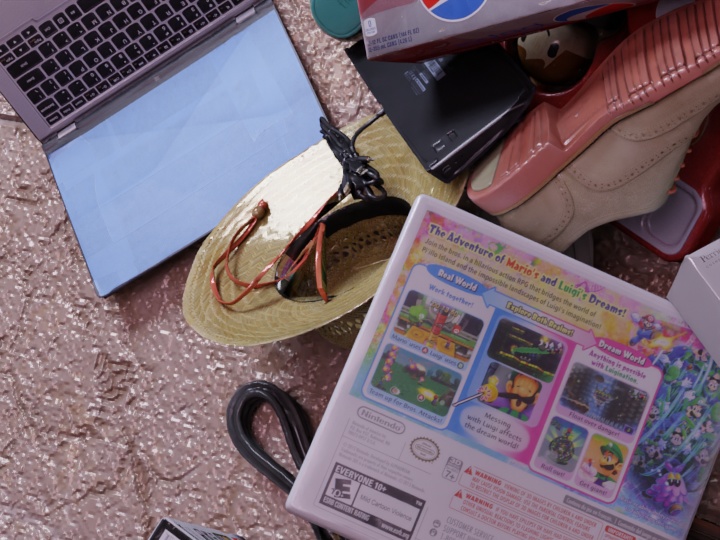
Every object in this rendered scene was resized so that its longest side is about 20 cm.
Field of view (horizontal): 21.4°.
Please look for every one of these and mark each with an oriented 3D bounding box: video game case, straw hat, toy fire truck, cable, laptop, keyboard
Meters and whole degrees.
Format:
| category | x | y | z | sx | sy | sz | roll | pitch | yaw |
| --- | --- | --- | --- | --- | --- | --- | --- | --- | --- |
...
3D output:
| category | x | y | z | sx | sy | sz | roll | pitch | yaw |
| --- | --- | --- | --- | --- | --- | --- | --- | --- | --- |
| video game case | 0.086 | 0.081 | 0.999 | 0.199 | 0.024 | 0.183 | 23 | 78 | 1 |
| straw hat | 0.000 | 0.000 | 1.126 | 0.200 | 0.085 | 0.202 | -26 | 32 | 18 |
| toy fire truck | 0.147 | -0.120 | 1.103 | 0.200 | 0.112 | 0.169 | 35 | 109 | 26 |
| cable | -0.010 | 0.145 | 1.133 | 0.199 | 0.050 | 0.098 | 30 | 93 | 37 |
| laptop | -0.145 | -0.127 | 1.204 | 0.187 | 0.200 | 0.116 | -31 | 27 | 11 |
| keyboard | 0.028 | -0.099 | 1.123 | 0.127 | 0.021 | 0.200 | -37 | 29 | 5 |

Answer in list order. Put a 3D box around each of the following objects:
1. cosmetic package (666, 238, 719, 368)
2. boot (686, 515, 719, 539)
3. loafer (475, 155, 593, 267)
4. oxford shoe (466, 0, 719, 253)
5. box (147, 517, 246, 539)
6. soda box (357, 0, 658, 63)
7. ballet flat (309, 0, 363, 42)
| category | x | y | z | sx | sy | sz | roll | pitch | yaw |
| --- | --- | --- | --- | --- | --- | --- | --- | --- | --- |
| cosmetic package | 0.267 | -0.009 | 1.002 | 0.199 | 0.051 | 0.083 | -27 | 64 | -18 |
| boot | 0.125 | 0.170 | 1.041 | 0.198 | 0.075 | 0.098 | 12 | 80 | 12 |
| loafer | 0.092 | 0.016 | 1.083 | 0.070 | 0.070 | 0.202 | -15 | 77 | 42 |
| oxford shoe | 0.153 | -0.077 | 1.016 | 0.199 | 0.074 | 0.071 | -33 | 24 | 29 |
| box | -0.026 | 0.213 | 1.074 | 0.199 | 0.110 | 0.035 | 33 | 90 | 25 |
| soda box | 0.094 | -0.167 | 1.030 | 0.199 | 0.063 | 0.071 | -10 | 87 | 32 |
| ballet flat | 0.040 | -0.213 | 1.147 | 0.200 | 0.062 | 0.068 | -36 | 94 | 38 |
